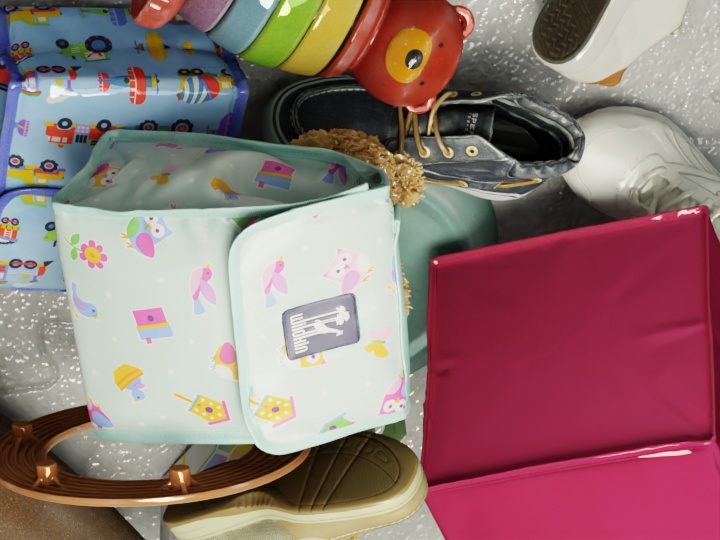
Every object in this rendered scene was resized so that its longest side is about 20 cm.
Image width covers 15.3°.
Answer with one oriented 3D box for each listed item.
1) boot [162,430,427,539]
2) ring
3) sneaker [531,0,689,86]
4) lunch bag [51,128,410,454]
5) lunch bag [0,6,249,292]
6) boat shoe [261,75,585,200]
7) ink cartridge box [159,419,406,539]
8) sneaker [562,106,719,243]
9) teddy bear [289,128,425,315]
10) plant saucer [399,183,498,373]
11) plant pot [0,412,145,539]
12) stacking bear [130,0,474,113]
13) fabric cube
[{"bbox_3d":[-0.011,0.183,1.679,0.199,0.072,0.155,-13,121,39],"label":"boot"},{"bbox_3d":[-0.130,0.104,1.647,0.199,0.200,0.019,-6,106,-10],"label":"ring"},{"bbox_3d":[0.192,-0.207,1.721,0.085,0.073,0.200,22,109,-49],"label":"sneaker"},{"bbox_3d":[-0.068,0.013,1.592,0.199,0.122,0.171,4,120,17],"label":"lunch bag"},{"bbox_3d":[-0.165,-0.061,1.702,0.150,0.094,0.201,0,128,-16],"label":"lunch bag"},{"bbox_3d":[0.042,-0.092,1.711,0.199,0.091,0.071,7,77,-22],"label":"boat shoe"},{"bbox_3d":[-0.055,0.125,1.775,0.059,0.104,0.200,29,122,-24],"label":"ink cartridge box"},{"bbox_3d":[0.221,-0.041,1.782,0.199,0.099,0.078,28,103,-24],"label":"sneaker"},{"bbox_3d":[-0.033,-0.003,1.689,0.144,0.067,0.201,5,114,6],"label":"teddy bear"},{"bbox_3d":[0.000,0.000,1.789,0.199,0.036,0.201,-6,118,-10],"label":"plant saucer"},{"bbox_3d":[-0.232,0.188,1.735,0.199,0.187,0.187,28,108,-19],"label":"plant pot"},{"bbox_3d":[-0.028,-0.166,1.641,0.199,0.114,0.122,26,96,-15],"label":"stacking bear"},{"bbox_3d":[0.161,0.109,1.737,0.195,0.201,0.200,-9,137,17],"label":"fabric cube"}]
